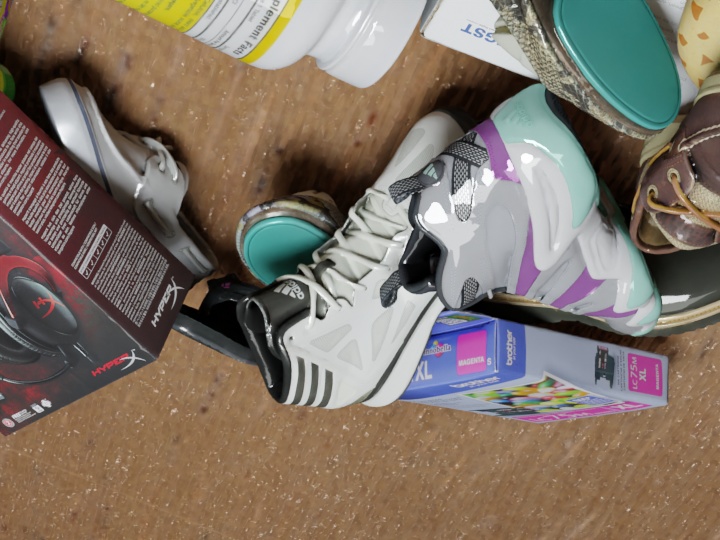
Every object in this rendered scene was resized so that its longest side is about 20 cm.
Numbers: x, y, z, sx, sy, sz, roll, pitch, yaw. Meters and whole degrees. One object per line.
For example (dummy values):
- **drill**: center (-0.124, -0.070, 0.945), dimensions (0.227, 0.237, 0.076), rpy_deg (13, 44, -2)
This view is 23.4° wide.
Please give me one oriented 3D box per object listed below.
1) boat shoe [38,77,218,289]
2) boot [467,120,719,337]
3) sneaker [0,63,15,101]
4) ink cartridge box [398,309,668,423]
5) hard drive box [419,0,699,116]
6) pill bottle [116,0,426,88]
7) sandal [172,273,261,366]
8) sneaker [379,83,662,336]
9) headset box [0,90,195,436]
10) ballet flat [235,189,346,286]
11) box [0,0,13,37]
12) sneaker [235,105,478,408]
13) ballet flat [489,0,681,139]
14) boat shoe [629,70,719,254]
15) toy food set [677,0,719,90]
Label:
- **boat shoe**: center (-0.140, -0.054, 1.073), dimensions (0.065, 0.074, 0.200), rpy_deg (-26, 146, -4)
- **boot**: center (0.143, -0.032, 1.036), dimensions (0.199, 0.078, 0.139), rpy_deg (-5, 135, 15)
- **sneaker**: center (-0.249, -0.064, 1.086), dimensions (0.083, 0.074, 0.200), rpy_deg (-3, 145, -33)
- **ink cartridge box**: center (0.091, 0.065, 1.119), dimensions (0.200, 0.042, 0.119), rpy_deg (16, 160, -40)
- **hard drive box**: center (0.139, -0.177, 0.849), dimensions (0.155, 0.077, 0.200), rpy_deg (19, 140, -13)
- **pill bottle**: center (-0.067, -0.171, 0.868), dimensions (0.199, 0.113, 0.112), rpy_deg (24, 139, -19)
- **sandal**: center (-0.070, 0.031, 1.135), dimensions (0.075, 0.048, 0.200), rpy_deg (25, -176, 31)
- **sneaker**: center (0.078, -0.007, 0.957), dimensions (0.140, 0.078, 0.200), rpy_deg (-28, 135, 9)
- **headset box**: center (-0.221, -0.012, 1.005), dimensions (0.148, 0.075, 0.200), rpy_deg (-26, 120, 35)
- **ballet flat**: center (-0.028, -0.010, 1.090), dimensions (0.072, 0.072, 0.200), rpy_deg (-6, 151, 18)
- **box**: center (-0.283, -0.145, 0.871), dimensions (0.192, 0.201, 0.122), rpy_deg (12, 142, -5)
- **sneaker**: center (0.000, 0.000, 0.989), dimensions (0.115, 0.076, 0.201), rpy_deg (-6, 127, -44)
- **ballet flat**: center (0.077, -0.139, 0.807), dimensions (0.075, 0.068, 0.200), rpy_deg (1, 141, 46)
- **boat shoe**: center (0.172, -0.041, 0.837), dimensions (0.072, 0.072, 0.200), rpy_deg (27, 171, -7)
- **toy food set**: center (0.251, -0.100, 0.775), dimensions (0.200, 0.049, 0.198), rpy_deg (34, 154, -1)
